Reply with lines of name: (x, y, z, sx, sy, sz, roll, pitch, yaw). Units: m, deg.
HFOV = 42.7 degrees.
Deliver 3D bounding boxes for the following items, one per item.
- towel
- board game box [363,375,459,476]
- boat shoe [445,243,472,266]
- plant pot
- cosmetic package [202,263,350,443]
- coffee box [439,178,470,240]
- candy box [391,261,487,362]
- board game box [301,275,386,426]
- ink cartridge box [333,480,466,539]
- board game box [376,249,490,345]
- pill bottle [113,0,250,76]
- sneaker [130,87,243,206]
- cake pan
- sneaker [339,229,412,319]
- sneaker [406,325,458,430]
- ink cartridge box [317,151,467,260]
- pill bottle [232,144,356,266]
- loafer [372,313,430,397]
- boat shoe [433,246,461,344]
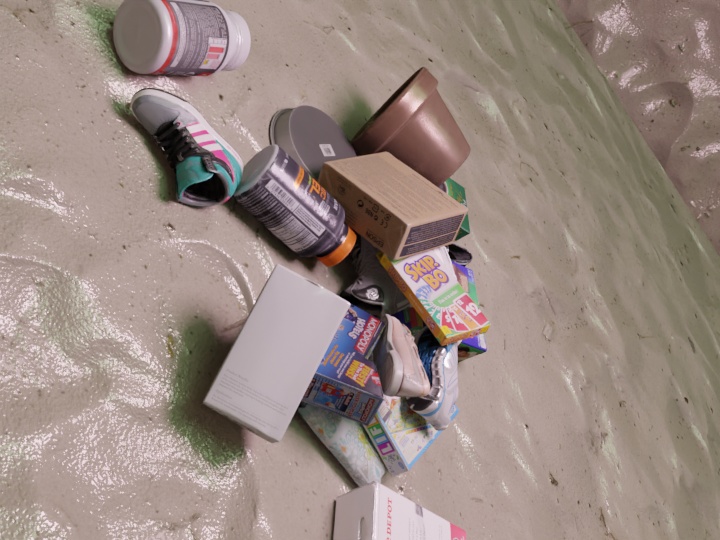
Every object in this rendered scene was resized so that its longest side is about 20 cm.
towel: (-0.002, 0.206, 1.380, 0.171, 0.048, 0.200, 50, 35, -13)
board game box: (0.070, 0.206, 1.408, 0.135, 0.034, 0.200, 61, 33, -2)
boat shoe: (0.137, -0.039, 1.727, 0.199, 0.068, 0.074, 25, 46, -40)
plant pot: (0.105, -0.244, 1.706, 0.175, 0.200, 0.200, 45, 36, -9)
cosmetic package: (-0.108, 0.106, 1.178, 0.112, 0.081, 0.201, 30, 75, -5)
coffee box: (0.138, -0.152, 1.836, 0.199, 0.044, 0.124, 27, 45, -38)
candy box: (0.127, 0.057, 1.634, 0.199, 0.077, 0.170, 21, 52, -42)
board game box: (-0.047, 0.121, 1.300, 0.199, 0.062, 0.200, 30, 35, 4)
ink cartridge box: (0.056, 0.403, 1.274, 0.200, 0.085, 0.146, 37, 39, -33)
board game box: (0.113, 0.029, 1.461, 0.095, 0.030, 0.200, -12, 51, -35)
pill bottle: (-0.265, -0.355, 1.400, 0.200, 0.116, 0.116, -14, 77, -55)
sneaker: (-0.251, -0.162, 1.309, 0.200, 0.083, 0.121, 39, 29, -30)
cake pan: (-0.073, -0.204, 1.608, 0.200, 0.037, 0.201, 33, 42, -35)
sneaker: (0.000, 0.000, 1.522, 0.115, 0.075, 0.200, -29, 60, -22)
sneaker: (0.120, 0.163, 1.427, 0.087, 0.075, 0.201, 57, 34, -32)
ink cartridge box: (0.049, -0.111, 1.516, 0.200, 0.075, 0.164, 39, 34, 30)
pill bottle: (-0.097, -0.093, 1.431, 0.200, 0.106, 0.107, 43, 37, -25)
loafer: (0.058, 0.130, 1.348, 0.063, 0.072, 0.200, 17, 20, -10)
boat shoe: (0.139, 0.037, 1.546, 0.068, 0.072, 0.201, 11, 50, -46)
